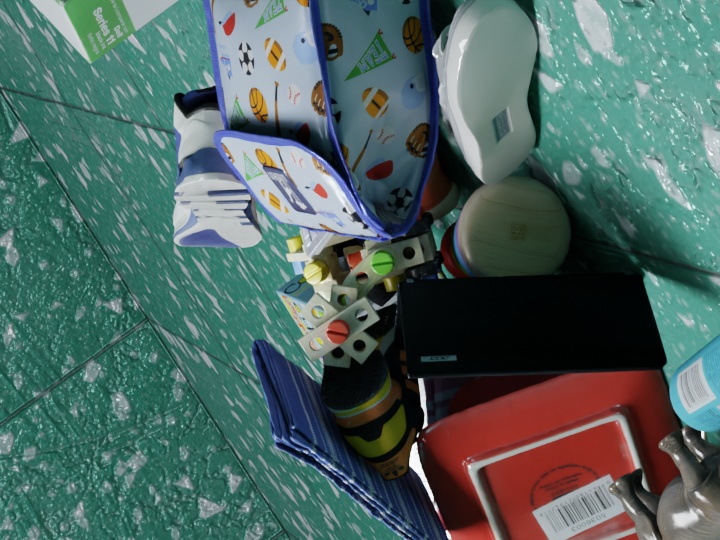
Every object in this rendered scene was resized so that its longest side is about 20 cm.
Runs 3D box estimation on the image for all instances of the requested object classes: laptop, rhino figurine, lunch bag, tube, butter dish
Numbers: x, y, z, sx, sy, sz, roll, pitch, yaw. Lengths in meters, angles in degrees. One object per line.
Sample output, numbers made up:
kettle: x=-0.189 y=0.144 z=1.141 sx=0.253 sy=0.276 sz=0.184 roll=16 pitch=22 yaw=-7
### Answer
laptop: x=0.115 y=0.058 z=1.387 sx=0.200 sy=0.176 sz=0.104 roll=92 pitch=177 yaw=-68
rhino figurine: x=0.252 y=0.150 z=1.380 sx=0.088 sy=0.060 sz=0.200 roll=54 pitch=144 yaw=13
lunch bag: x=-0.029 y=-0.124 z=1.415 sx=0.170 sy=0.123 sz=0.201 roll=12 pitch=112 yaw=58
tube: x=0.259 y=0.054 z=1.227 sx=0.078 sy=0.050 sz=0.200 roll=49 pitch=156 yaw=4
butter dish: x=0.151 y=0.134 z=1.561 sx=0.148 sy=0.199 sz=0.200 roll=-105 pitch=-6 yaw=-55

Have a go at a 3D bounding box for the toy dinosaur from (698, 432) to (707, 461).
toy dinosaur: x=0.275 y=0.173 z=1.461 sx=0.088 sy=0.047 sz=0.200 roll=53 pitch=164 yaw=35

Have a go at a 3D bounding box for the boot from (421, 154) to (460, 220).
boot: x=0.018 y=-0.084 z=1.645 sx=0.107 sy=0.075 sz=0.200 roll=49 pitch=170 yaw=-15

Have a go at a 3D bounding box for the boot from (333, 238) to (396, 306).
boot: x=-0.046 y=-0.061 z=1.724 sx=0.164 sy=0.066 sz=0.200 roll=26 pitch=-159 yaw=-24

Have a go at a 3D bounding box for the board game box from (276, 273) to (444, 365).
board game box: x=0.015 y=0.046 z=1.884 sx=0.103 sy=0.105 sz=0.200 roll=58 pitch=166 yaw=-19

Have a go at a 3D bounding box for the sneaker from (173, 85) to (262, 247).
sneaker: x=-0.124 y=-0.095 z=1.691 sx=0.200 sy=0.080 sz=0.116 roll=103 pitch=168 yaw=-72

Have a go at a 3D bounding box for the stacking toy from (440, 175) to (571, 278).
stacking toy: x=0.104 y=-0.022 z=1.512 sx=0.086 sy=0.085 sz=0.200 roll=54 pitch=173 yaw=-1

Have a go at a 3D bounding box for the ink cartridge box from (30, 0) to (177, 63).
ink cartridge box: x=-0.189 y=-0.287 z=1.574 sx=0.147 sy=0.200 sz=0.083 roll=46 pitch=167 yaw=32

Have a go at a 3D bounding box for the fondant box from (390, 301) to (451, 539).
fondant box: x=0.069 y=0.122 z=1.698 sx=0.144 sy=0.058 sz=0.201 roll=-26 pitch=-73 yaw=-65

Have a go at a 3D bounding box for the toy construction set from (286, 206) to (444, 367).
toy construction set: x=0.000 y=0.000 z=1.531 sx=0.200 sy=0.131 sz=0.092 roll=-90 pitch=-16 yaw=-70

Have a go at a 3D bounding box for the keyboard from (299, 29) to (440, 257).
keyboard: x=0.007 y=-0.095 z=1.472 sx=0.011 sy=0.200 sz=0.056 roll=13 pitch=-140 yaw=-35

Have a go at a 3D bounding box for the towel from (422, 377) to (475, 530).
towel: x=0.087 y=0.115 z=1.635 sx=0.146 sy=0.030 sz=0.201 roll=3 pitch=-99 yaw=-64

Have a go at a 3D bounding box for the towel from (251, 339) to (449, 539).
towel: x=-0.008 y=0.145 z=1.503 sx=0.200 sy=0.024 sz=0.145 roll=43 pitch=-168 yaw=-29

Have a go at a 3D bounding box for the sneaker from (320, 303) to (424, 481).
sneaker: x=0.016 y=0.097 z=1.535 sx=0.200 sy=0.070 sz=0.090 roll=-75 pitch=-38 yaw=-70

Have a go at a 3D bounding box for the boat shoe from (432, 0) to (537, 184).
boat shoe: x=0.081 y=-0.136 z=1.335 sx=0.069 sy=0.072 sz=0.200 roll=48 pitch=174 yaw=25
